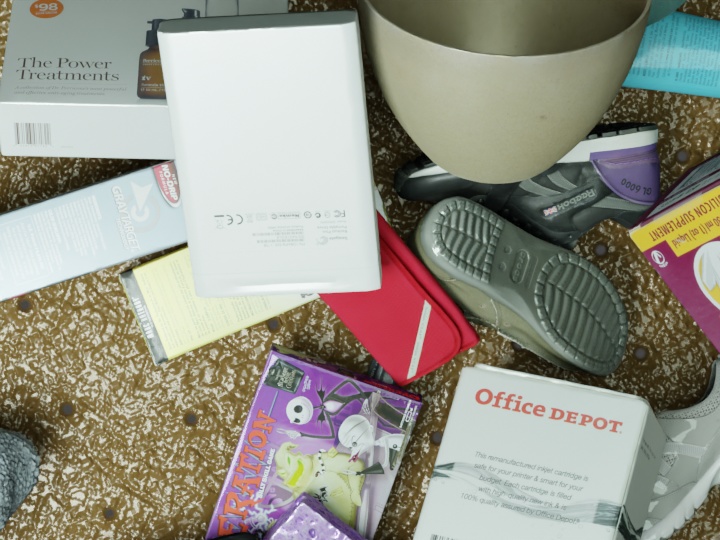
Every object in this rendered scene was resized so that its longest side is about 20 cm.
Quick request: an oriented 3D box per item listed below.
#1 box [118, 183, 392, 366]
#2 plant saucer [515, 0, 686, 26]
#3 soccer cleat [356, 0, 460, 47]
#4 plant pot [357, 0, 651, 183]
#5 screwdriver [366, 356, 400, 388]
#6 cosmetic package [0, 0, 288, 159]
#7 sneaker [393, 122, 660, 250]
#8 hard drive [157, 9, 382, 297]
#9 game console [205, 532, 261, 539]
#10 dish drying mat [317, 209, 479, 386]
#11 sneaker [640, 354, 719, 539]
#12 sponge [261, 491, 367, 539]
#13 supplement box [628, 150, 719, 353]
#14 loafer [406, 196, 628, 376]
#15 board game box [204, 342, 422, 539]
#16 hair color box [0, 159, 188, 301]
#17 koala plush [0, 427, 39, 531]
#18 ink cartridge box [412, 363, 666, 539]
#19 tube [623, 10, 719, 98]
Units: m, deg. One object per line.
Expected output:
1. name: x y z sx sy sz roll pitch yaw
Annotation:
1. box: -0.072 -0.002 1.559 0.199 0.050 0.076 -23 94 -1
2. plant saucer: 0.170 -0.272 1.549 0.198 0.036 0.202 0 84 1
3. soccer cleat: 0.023 -0.233 1.538 0.069 0.078 0.202 -17 94 -2
4. plant pot: 0.095 -0.141 1.470 0.198 0.201 0.135 -1 126 -3
5. screwdriver: 0.041 0.021 1.586 0.028 0.029 0.201 22 83 -4
6. cosmetic package: -0.149 -0.144 1.500 0.198 0.151 0.052 1 131 -4
7. sneaker: 0.125 -0.053 1.555 0.198 0.076 0.088 -7 99 -5
8. hard drive: -0.058 -0.076 1.433 0.131 0.027 0.201 -2 121 6
9. game console: -0.139 0.304 1.548 0.198 0.117 0.177 -14 136 6
10. dish drying mat: 0.000 0.000 1.509 0.076 0.018 0.200 -28 120 23
11. sneaker: 0.224 0.144 1.581 0.200 0.075 0.082 -40 86 -11
12. sponge: -0.063 0.268 1.560 0.111 0.030 0.200 39 103 -9
13. supplement box: 0.310 0.005 1.522 0.200 0.131 0.103 51 55 -4
14. loafer: 0.114 0.012 1.559 0.199 0.069 0.076 36 67 -23
15. board game box: -0.042 0.166 1.566 0.119 0.032 0.201 19 102 0
16. hair color box: -0.186 -0.033 1.526 0.198 0.099 0.061 -18 95 -2
17. koala plush: -0.349 0.144 1.500 0.200 0.177 0.184 39 79 -4
18. ink cartridge box: 0.122 0.182 1.513 0.146 0.083 0.201 11 74 22
19. tube: 0.222 -0.163 1.571 0.198 0.050 0.078 11 79 1
